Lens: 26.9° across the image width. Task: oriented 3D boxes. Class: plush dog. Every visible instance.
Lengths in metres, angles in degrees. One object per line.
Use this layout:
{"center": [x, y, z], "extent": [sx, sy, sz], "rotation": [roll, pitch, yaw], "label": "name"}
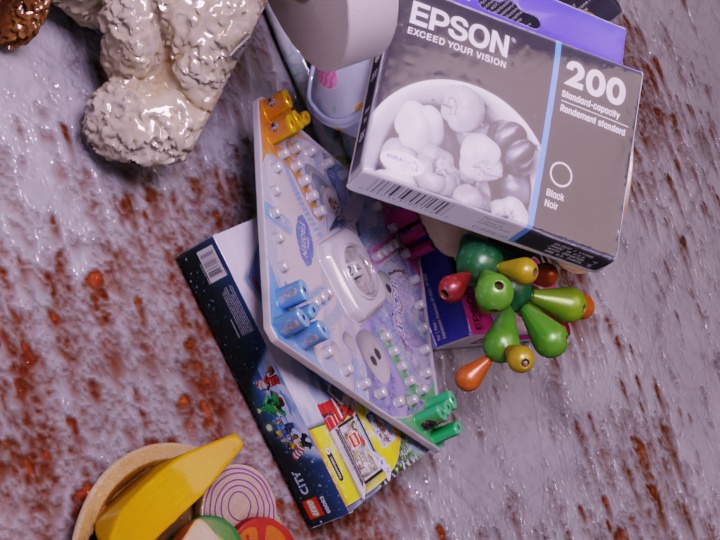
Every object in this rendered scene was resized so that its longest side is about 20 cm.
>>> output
{"center": [-0.146, -0.191, 0.964], "extent": [0.171, 0.161, 0.201], "rotation": [28, 45, -8], "label": "plush dog"}

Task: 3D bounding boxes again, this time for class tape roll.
{"center": [-0.036, -0.227, 0.948], "extent": [0.037, 0.203, 0.204], "rotation": [-21, 85, -15], "label": "tape roll"}

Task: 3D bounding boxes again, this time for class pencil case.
{"center": [0.053, -0.123, 1.126], "extent": [0.199, 0.090, 0.084], "rotation": [15, 59, -43], "label": "pencil case"}

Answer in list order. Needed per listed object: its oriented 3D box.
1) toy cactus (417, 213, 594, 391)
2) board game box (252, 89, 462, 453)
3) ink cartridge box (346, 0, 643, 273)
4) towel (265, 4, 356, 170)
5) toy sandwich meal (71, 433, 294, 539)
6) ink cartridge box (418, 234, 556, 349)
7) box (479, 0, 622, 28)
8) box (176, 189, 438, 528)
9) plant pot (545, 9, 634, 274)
{"center": [0.089, 0.002, 1.102], "extent": [0.165, 0.102, 0.200], "rotation": [53, 20, 12], "label": "toy cactus"}
{"center": [0.000, 0.000, 1.039], "extent": [0.200, 0.026, 0.201], "rotation": [38, 36, -43], "label": "board game box"}
{"center": [0.100, -0.122, 1.041], "extent": [0.197, 0.043, 0.202], "rotation": [17, 68, -18], "label": "ink cartridge box"}
{"center": [0.004, -0.169, 1.206], "extent": [0.171, 0.048, 0.201], "rotation": [-19, 85, -51], "label": "towel"}
{"center": [-0.084, 0.186, 0.853], "extent": [0.204, 0.070, 0.207], "rotation": [29, 48, -39], "label": "toy sandwich meal"}
{"center": [0.094, 0.011, 1.219], "extent": [0.199, 0.037, 0.095], "rotation": [-2, 71, -50], "label": "ink cartridge box"}
{"center": [0.105, -0.291, 1.296], "extent": [0.200, 0.117, 0.197], "rotation": [42, 20, -28], "label": "box"}
{"center": [-0.030, 0.056, 1.028], "extent": [0.136, 0.038, 0.201], "rotation": [-26, 91, -56], "label": "box"}
{"center": [0.161, -0.099, 1.163], "extent": [0.199, 0.027, 0.202], "rotation": [-7, 98, -57], "label": "plant pot"}
